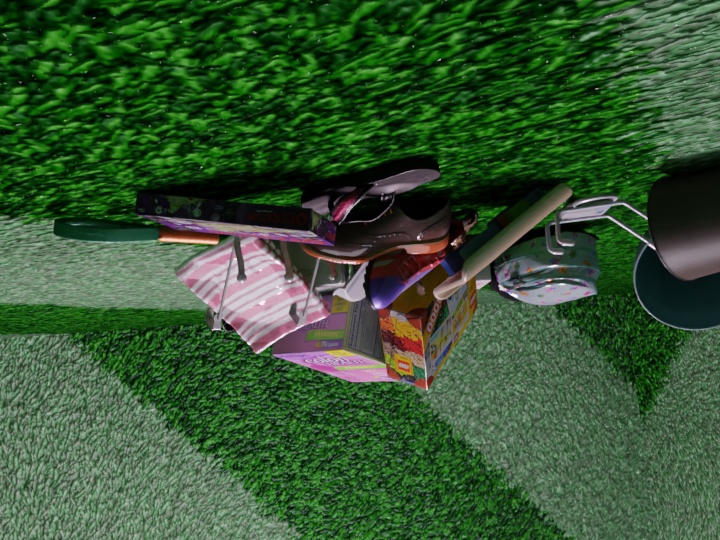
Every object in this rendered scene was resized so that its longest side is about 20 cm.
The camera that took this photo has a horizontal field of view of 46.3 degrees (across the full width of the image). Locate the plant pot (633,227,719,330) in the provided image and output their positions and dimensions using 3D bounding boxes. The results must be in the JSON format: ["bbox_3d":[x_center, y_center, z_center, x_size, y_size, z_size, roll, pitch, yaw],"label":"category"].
[{"bbox_3d":[0.540,-0.025,1.366,0.196,0.203,0.135,-7,-153,16],"label":"plant pot"}]

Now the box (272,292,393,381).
[{"bbox_3d":[-0.014,0.116,1.411,0.174,0.098,0.199,-9,155,44],"label":"box"}]

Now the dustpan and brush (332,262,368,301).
[{"bbox_3d":[0.000,0.000,1.201,0.057,0.140,0.201,30,159,16],"label":"dustpan and brush"}]

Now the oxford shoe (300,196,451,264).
[{"bbox_3d":[0.020,-0.060,1.059,0.196,0.072,0.073,-9,135,-16],"label":"oxford shoe"}]

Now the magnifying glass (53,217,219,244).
[{"bbox_3d":[-0.264,-0.045,1.005,0.197,0.023,0.079,0,-168,-34],"label":"magnifying glass"}]

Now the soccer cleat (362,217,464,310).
[{"bbox_3d":[0.070,-0.018,1.111,0.072,0.069,0.200,2,-148,32],"label":"soccer cleat"}]

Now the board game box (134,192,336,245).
[{"bbox_3d":[-0.134,-0.056,0.935,0.196,0.033,0.120,6,180,12],"label":"board game box"}]

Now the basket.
[{"bbox_3d":[0.479,-0.075,1.022,0.179,0.139,0.198,-4,171,-46],"label":"basket"}]

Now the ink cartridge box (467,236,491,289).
[{"bbox_3d":[0.130,-0.005,1.530,0.196,0.085,0.147,-5,173,0],"label":"ink cartridge box"}]

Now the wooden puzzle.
[{"bbox_3d":[0.178,-0.043,1.130,0.184,0.046,0.200,-39,175,-11],"label":"wooden puzzle"}]

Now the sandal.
[{"bbox_3d":[0.004,-0.080,0.936,0.074,0.046,0.198,1,171,-45],"label":"sandal"}]

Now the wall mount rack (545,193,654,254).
[{"bbox_3d":[0.366,-0.065,1.241,0.170,0.076,0.200,-6,174,5],"label":"wall mount rack"}]

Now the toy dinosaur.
[{"bbox_3d":[0.081,-0.035,1.273,0.198,0.087,0.135,5,-152,43],"label":"toy dinosaur"}]

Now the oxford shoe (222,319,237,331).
[{"bbox_3d":[-0.211,0.050,1.384,0.085,0.200,0.073,-46,142,-1],"label":"oxford shoe"}]

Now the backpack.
[{"bbox_3d":[0.340,-0.006,1.515,0.165,0.129,0.199,4,166,-36],"label":"backpack"}]

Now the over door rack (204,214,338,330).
[{"bbox_3d":[-0.111,0.011,1.127,0.145,0.067,0.202,-1,133,-30],"label":"over door rack"}]

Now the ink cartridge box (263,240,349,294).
[{"bbox_3d":[-0.092,-0.004,1.347,0.144,0.085,0.200,-4,174,0],"label":"ink cartridge box"}]

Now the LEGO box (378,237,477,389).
[{"bbox_3d":[0.111,0.059,1.331,0.076,0.151,0.201,14,-136,27],"label":"LEGO box"}]

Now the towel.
[{"bbox_3d":[-0.154,0.031,1.225,0.145,0.030,0.200,-28,127,19],"label":"towel"}]
